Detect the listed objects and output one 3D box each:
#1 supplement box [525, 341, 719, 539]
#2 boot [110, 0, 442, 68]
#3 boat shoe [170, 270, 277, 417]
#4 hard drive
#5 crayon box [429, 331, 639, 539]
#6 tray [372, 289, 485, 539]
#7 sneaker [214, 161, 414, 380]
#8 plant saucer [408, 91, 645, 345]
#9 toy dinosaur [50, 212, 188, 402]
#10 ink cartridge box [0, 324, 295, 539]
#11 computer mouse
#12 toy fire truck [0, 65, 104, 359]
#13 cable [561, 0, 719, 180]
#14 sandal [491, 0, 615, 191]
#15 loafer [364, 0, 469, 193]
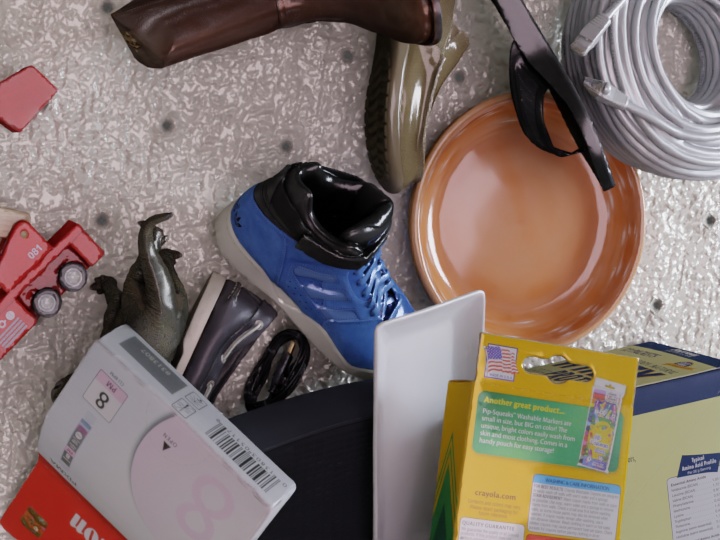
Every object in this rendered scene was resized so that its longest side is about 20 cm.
[{"bbox_3d":[0.185,0.177,1.275,0.198,0.134,0.202,-10,98,-19],"label":"supplement box"},{"bbox_3d":[-0.062,-0.172,1.140,0.198,0.186,0.065,-17,114,-20],"label":"boot"},{"bbox_3d":[-0.119,0.104,1.194,0.062,0.073,0.202,23,82,-9],"label":"boat shoe"},{"bbox_3d":[-0.026,0.154,1.182,0.198,0.042,0.137,-11,113,-38],"label":"hard drive"},{"bbox_3d":[0.117,0.152,1.144,0.124,0.052,0.203,10,84,-18],"label":"crayon box"},{"bbox_3d":[0.043,0.117,1.186,0.107,0.022,0.202,-17,116,-40],"label":"tray"},{"bbox_3d":[0.000,0.001,1.200,0.200,0.111,0.077,42,45,-16],"label":"sneaker"},{"bbox_3d":[0.126,-0.037,1.289,0.198,0.037,0.203,-1,94,-19],"label":"plant saucer"},{"bbox_3d":[-0.147,0.034,1.150,0.076,0.200,0.103,12,52,-30],"label":"toy dinosaur"},{"bbox_3d":[-0.156,0.163,1.116,0.162,0.057,0.201,41,112,10],"label":"ink cartridge box"},{"bbox_3d":[-0.084,0.136,1.208,0.034,0.058,0.202,31,71,-48],"label":"computer mouse"},{"bbox_3d":[-0.256,-0.027,1.149,0.200,0.049,0.141,-46,106,-10],"label":"toy fire truck"},{"bbox_3d":[0.250,-0.167,1.288,0.200,0.069,0.201,40,67,-20],"label":"cable"},{"bbox_3d":[0.126,-0.142,1.235,0.048,0.075,0.202,-30,89,6],"label":"sandal"},{"bbox_3d":[0.045,-0.157,1.230,0.067,0.076,0.203,4,93,-13],"label":"loafer"}]
